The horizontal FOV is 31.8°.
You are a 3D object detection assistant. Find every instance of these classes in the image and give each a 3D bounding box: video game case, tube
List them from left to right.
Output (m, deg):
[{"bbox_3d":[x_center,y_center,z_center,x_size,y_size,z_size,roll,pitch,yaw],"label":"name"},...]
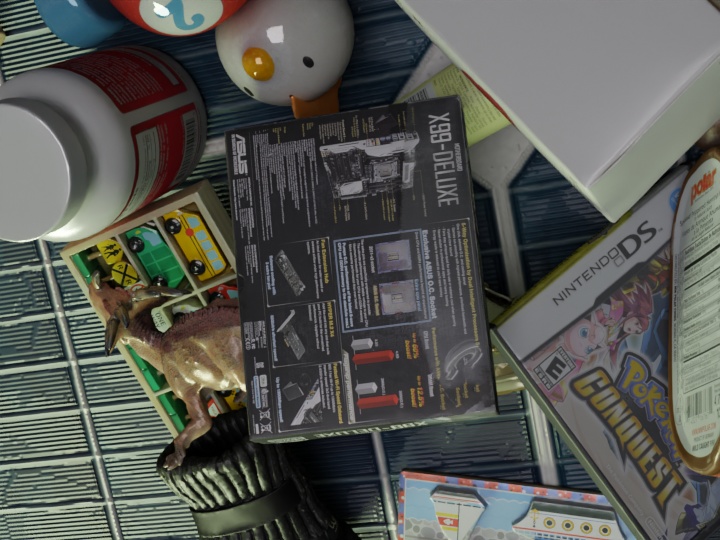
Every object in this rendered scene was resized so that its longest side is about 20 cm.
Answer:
[{"bbox_3d":[0.102,-0.131,0.845,0.199,0.052,0.058,-31,127,18],"label":"tube"},{"bbox_3d":[0.208,0.062,0.835,0.180,0.025,0.201,-38,94,-8],"label":"video game case"}]

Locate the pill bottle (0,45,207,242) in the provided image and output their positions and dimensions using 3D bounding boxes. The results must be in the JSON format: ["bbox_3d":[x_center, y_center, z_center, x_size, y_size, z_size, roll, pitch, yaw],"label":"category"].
[{"bbox_3d":[-0.187,-0.085,0.853,0.110,0.200,0.114,4,107,14],"label":"pill bottle"}]

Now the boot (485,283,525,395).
[{"bbox_3d":[0.072,0.007,0.880,0.197,0.072,0.157,-16,98,19],"label":"boot"}]

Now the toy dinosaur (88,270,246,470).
[{"bbox_3d":[-0.102,0.049,0.874,0.197,0.086,0.137,-15,117,23],"label":"toy dinosaur"}]

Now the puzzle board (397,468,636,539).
[{"bbox_3d":[0.123,0.234,0.959,0.197,0.017,0.153,5,107,14],"label":"puzzle board"}]

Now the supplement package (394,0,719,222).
[{"bbox_3d":[0.117,-0.147,0.754,0.120,0.121,0.200,-45,72,8],"label":"supplement package"}]

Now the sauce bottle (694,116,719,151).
[{"bbox_3d":[0.257,-0.103,0.800,0.197,0.065,0.066,3,107,17],"label":"sauce bottle"}]

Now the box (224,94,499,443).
[{"bbox_3d":[0.000,0.000,0.804,0.155,0.050,0.203,-8,79,8],"label":"box"}]

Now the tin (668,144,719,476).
[{"bbox_3d":[0.219,0.023,0.759,0.041,0.112,0.203,7,75,-9],"label":"tin"}]

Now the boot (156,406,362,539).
[{"bbox_3d":[-0.116,0.205,0.964,0.210,0.080,0.158,-33,116,11],"label":"boot"}]

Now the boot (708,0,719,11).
[{"bbox_3d":[0.242,-0.181,0.747,0.107,0.075,0.201,-36,66,11],"label":"boot"}]

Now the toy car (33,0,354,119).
[{"bbox_3d":[-0.069,-0.168,0.824,0.183,0.177,0.201,-23,111,31],"label":"toy car"}]

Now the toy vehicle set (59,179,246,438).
[{"bbox_3d":[-0.121,0.044,0.945,0.123,0.027,0.202,-21,110,20],"label":"toy vehicle set"}]

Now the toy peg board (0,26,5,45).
[{"bbox_3d":[-0.399,-0.142,0.908,0.199,0.199,0.098,-44,77,22],"label":"toy peg board"}]
